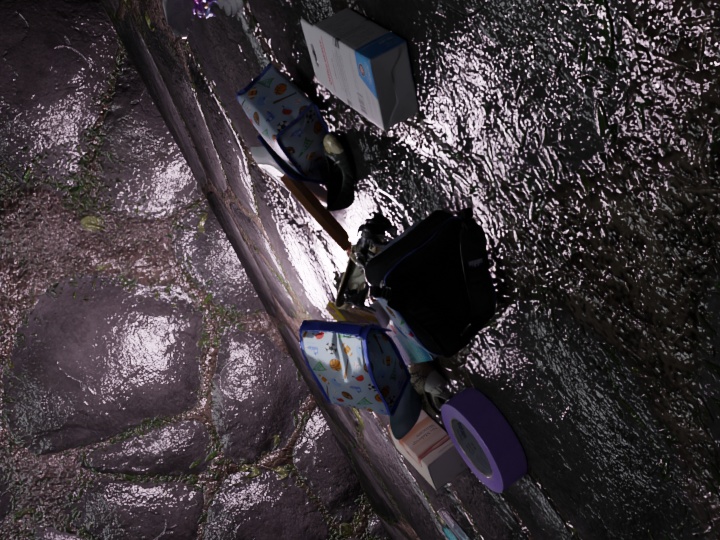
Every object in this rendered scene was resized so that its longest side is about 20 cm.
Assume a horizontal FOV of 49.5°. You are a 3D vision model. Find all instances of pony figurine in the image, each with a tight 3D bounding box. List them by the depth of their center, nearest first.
[{"bbox_3d":[-0.333,-0.583,1.591,0.200,0.164,0.196,-119,8,-83],"label":"pony figurine"}]

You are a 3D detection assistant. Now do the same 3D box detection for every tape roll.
[{"bbox_3d":[0.243,0.336,1.552,0.201,0.065,0.201,54,165,22],"label":"tape roll"}]

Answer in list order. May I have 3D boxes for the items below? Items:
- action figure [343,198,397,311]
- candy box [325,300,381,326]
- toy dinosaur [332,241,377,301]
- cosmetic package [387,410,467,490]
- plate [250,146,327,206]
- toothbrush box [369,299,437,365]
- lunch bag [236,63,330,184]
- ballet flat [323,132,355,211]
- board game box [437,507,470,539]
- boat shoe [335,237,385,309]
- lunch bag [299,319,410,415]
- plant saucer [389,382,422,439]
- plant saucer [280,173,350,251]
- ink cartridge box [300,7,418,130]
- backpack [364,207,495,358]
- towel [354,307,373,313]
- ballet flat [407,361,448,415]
[{"bbox_3d":[0.033,-0.025,1.466,0.100,0.204,0.119,15,177,1],"label":"action figure"},{"bbox_3d":[0.024,0.119,1.702,0.198,0.027,0.102,19,-164,-37],"label":"candy box"},{"bbox_3d":[0.004,-0.001,1.705,0.136,0.100,0.204,-42,60,60],"label":"toy dinosaur"},{"bbox_3d":[0.162,0.432,1.922,0.199,0.102,0.088,34,152,56],"label":"cosmetic package"},{"bbox_3d":[-0.153,-0.204,1.740,0.199,0.033,0.199,38,174,-22],"label":"plate"},{"bbox_3d":[0.105,0.095,1.512,0.148,0.084,0.200,58,166,1],"label":"toothbrush box"},{"bbox_3d":[-0.137,-0.275,1.553,0.170,0.123,0.200,49,177,32],"label":"lunch bag"},{"bbox_3d":[-0.047,-0.186,1.532,0.067,0.056,0.202,49,161,33],"label":"ballet flat"},{"bbox_3d":[0.304,0.811,2.308,0.200,0.028,0.137,43,158,47],"label":"board game box"},{"bbox_3d":[-0.002,-0.001,1.604,0.073,0.063,0.202,44,134,21],"label":"boat shoe"},{"bbox_3d":[-0.013,0.173,1.544,0.167,0.125,0.202,2,137,34],"label":"lunch bag"},{"bbox_3d":[0.110,0.277,1.746,0.038,0.203,0.203,3,136,20],"label":"plant saucer"},{"bbox_3d":[-0.088,-0.123,1.600,0.201,0.032,0.200,49,-179,-1],"label":"plant saucer"},{"bbox_3d":[-0.003,-0.305,1.149,0.200,0.066,0.117,45,159,43],"label":"ink cartridge box"},{"bbox_3d":[0.110,0.027,1.197,0.192,0.199,0.154,57,171,-21],"label":"backpack"},{"bbox_3d":[0.054,0.159,1.874,0.200,0.034,0.133,45,168,44],"label":"towel"},{"bbox_3d":[0.158,0.257,1.702,0.075,0.068,0.201,27,155,33],"label":"ballet flat"}]
